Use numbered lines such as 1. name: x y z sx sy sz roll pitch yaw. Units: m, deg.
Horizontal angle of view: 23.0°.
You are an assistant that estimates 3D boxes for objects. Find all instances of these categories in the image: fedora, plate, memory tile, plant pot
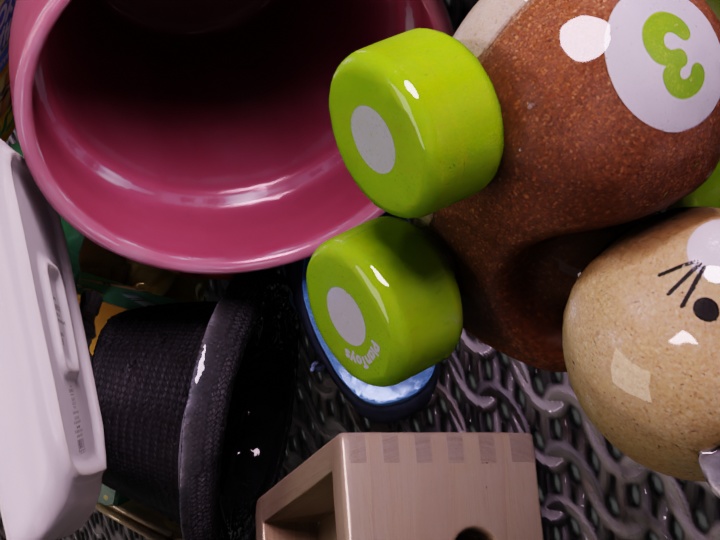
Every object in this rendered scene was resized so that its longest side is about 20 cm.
1. fedora: -0.096 0.073 0.952 0.201 0.091 0.201 11 -90 -81
2. plate: -0.151 0.026 0.809 0.200 0.032 0.200 116 142 -85
3. memory tile: -0.100 0.184 1.152 0.017 0.200 0.153 -62 22 -9
4. plant pot: -0.071 -0.127 0.847 0.179 0.200 0.200 -109 17 -50

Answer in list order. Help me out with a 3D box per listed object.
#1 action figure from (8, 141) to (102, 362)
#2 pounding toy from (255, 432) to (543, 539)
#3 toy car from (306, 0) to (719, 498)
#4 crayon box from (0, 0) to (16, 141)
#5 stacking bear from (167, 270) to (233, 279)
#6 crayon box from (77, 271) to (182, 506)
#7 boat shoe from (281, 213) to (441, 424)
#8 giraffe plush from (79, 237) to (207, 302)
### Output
1. action figure: -0.183 0.024 0.981 0.055 0.118 0.200 40 -147 -55
2. pounding toy: 0.036 0.200 0.893 0.184 0.142 0.200 134 135 -64
3. toy car: 0.108 0.004 0.562 0.200 0.164 0.158 46 146 31
4. crayon box: -0.201 -0.101 0.863 0.126 0.052 0.200 -71 1 -49
5. stacking bear: -0.109 -0.069 1.041 0.200 0.114 0.121 53 179 42
6. crayon box: -0.211 0.053 1.070 0.200 0.058 0.119 16 101 17
7. boat shoe: 0.000 0.000 0.915 0.069 0.084 0.200 91 169 -51
8. giraffe plush: -0.124 0.063 1.135 0.162 0.200 0.173 29 160 24
